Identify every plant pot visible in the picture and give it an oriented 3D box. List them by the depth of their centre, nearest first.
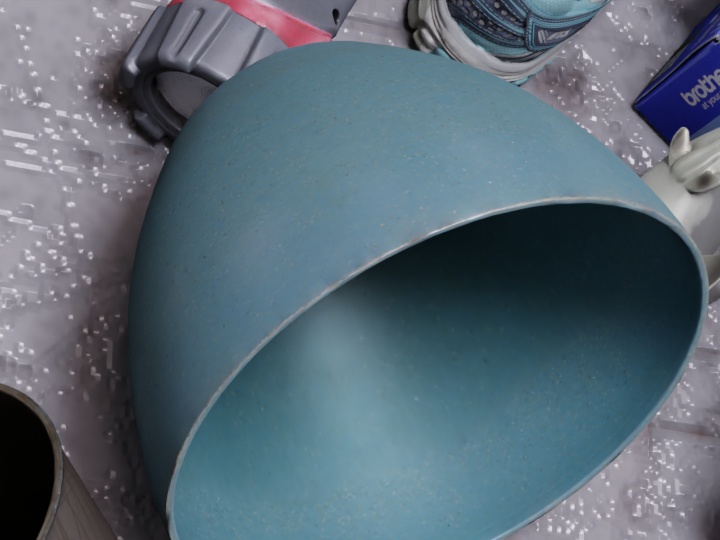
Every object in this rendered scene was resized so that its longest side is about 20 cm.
[{"bbox_3d":[0.000,0.000,0.870,0.199,0.201,0.135,-11,52,-28],"label":"plant pot"}]

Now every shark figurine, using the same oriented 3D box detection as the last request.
[{"bbox_3d":[0.143,-0.013,0.979,0.089,0.214,0.128,40,17,-49],"label":"shark figurine"}]

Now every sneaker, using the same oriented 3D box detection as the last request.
[{"bbox_3d":[0.106,-0.150,1.018,0.078,0.086,0.200,42,60,-6],"label":"sneaker"}]

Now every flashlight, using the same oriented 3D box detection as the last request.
[{"bbox_3d":[-0.020,-0.131,0.965,0.068,0.068,0.201,27,62,1],"label":"flashlight"}]

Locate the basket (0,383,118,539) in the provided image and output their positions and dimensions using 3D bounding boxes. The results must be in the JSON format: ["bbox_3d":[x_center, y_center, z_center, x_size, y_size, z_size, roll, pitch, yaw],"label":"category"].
[{"bbox_3d":[-0.107,0.149,0.720,0.200,0.180,0.136,55,27,-35],"label":"basket"}]

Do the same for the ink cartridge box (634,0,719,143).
[{"bbox_3d":[0.209,-0.072,1.045,0.200,0.076,0.136,45,60,-2],"label":"ink cartridge box"}]
